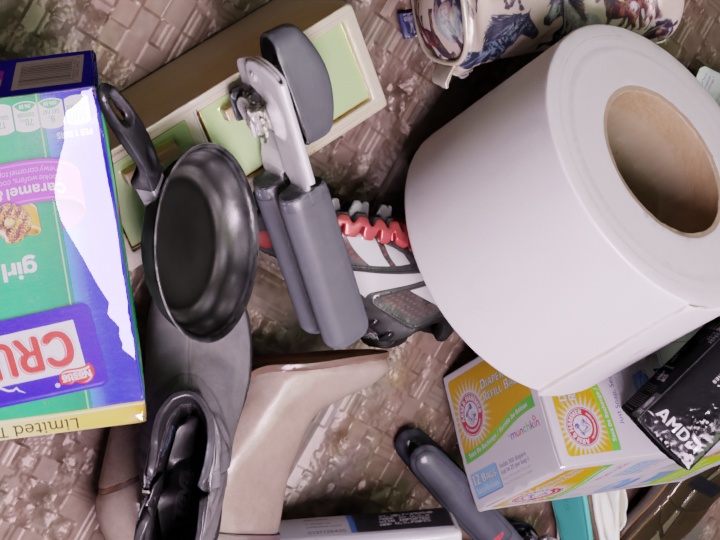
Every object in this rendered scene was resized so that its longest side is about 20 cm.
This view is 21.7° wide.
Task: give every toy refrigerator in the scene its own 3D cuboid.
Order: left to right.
[{"bbox_3d":[-0.086,-0.088,1.140,0.200,0.070,0.076,-33,123,-19],"label":"toy refrigerator"}]

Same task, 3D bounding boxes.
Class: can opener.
[{"bbox_3d":[-0.030,-0.046,1.122,0.066,0.053,0.201,-28,123,-24],"label":"can opener"},{"bbox_3d":[0.089,0.187,1.364,0.079,0.063,0.200,-44,126,-12],"label":"can opener"}]

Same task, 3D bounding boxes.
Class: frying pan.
[{"bbox_3d":[-0.109,-0.023,1.048,0.190,0.031,0.116,24,69,-61],"label":"frying pan"}]

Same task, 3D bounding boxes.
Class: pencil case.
[{"bbox_3d":[0.126,-0.179,1.244,0.199,0.078,0.090,-11,121,-30],"label":"pencil case"}]

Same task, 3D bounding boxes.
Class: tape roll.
[{"bbox_3d":[0.147,-0.039,1.211,0.202,0.139,0.204,24,49,-31],"label":"tape roll"}]

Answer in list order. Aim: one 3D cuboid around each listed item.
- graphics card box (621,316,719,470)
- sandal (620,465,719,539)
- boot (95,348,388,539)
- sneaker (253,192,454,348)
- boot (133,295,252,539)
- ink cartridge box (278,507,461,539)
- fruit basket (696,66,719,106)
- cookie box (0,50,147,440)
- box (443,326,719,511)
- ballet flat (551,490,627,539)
[{"bbox_3d":[0.257,0.039,1.208,0.200,0.125,0.051,-44,88,1],"label":"graphics card box"},{"bbox_3d":[0.273,0.145,1.476,0.200,0.055,0.082,-46,136,13],"label":"sandal"},{"bbox_3d":[-0.072,0.131,1.208,0.199,0.070,0.147,-6,90,-12],"label":"boot"},{"bbox_3d":[0.000,0.000,1.230,0.200,0.071,0.098,12,98,-38],"label":"sneaker"},{"bbox_3d":[-0.098,0.080,1.105,0.069,0.132,0.201,0,81,-3],"label":"boot"},{"bbox_3d":[-0.032,0.265,1.287,0.196,0.047,0.201,-3,113,-12],"label":"ink cartridge box"},{"bbox_3d":[0.291,-0.034,1.419,0.199,0.094,0.186,21,95,-22],"label":"fruit basket"},{"bbox_3d":[-0.214,-0.007,1.042,0.170,0.075,0.201,-8,114,-3],"label":"cookie box"},{"bbox_3d":[0.176,0.098,1.339,0.199,0.112,0.102,-3,70,-33],"label":"box"},{"bbox_3d":[0.182,0.217,1.442,0.069,0.069,0.201,-15,112,-29],"label":"ballet flat"}]
